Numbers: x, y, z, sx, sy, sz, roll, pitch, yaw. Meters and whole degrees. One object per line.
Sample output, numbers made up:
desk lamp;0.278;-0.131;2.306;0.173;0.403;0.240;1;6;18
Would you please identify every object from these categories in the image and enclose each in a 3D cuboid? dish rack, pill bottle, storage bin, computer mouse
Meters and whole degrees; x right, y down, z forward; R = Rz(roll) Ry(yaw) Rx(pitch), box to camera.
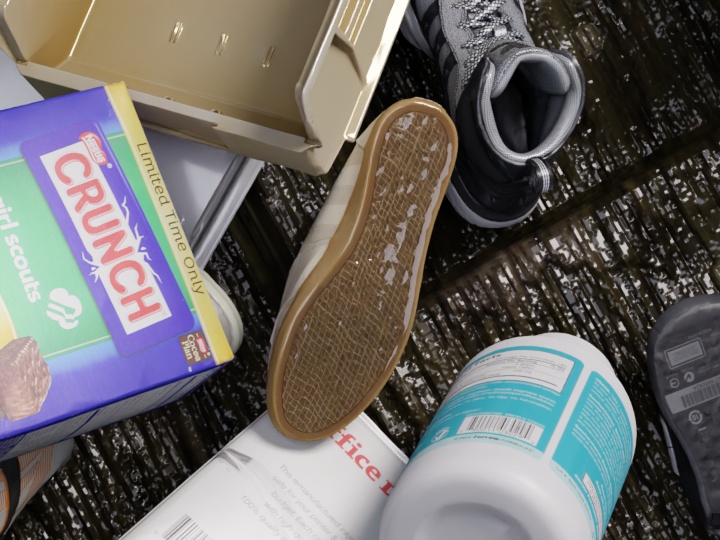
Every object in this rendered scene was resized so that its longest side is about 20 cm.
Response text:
dish rack;-0.162;-0.086;1.295;0.200;0.044;0.172;29;86;5
pill bottle;0.088;0.107;1.178;0.110;0.200;0.111;8;115;16
storage bin;-0.078;-0.177;1.212;0.200;0.094;0.199;16;76;20
computer mouse;0.193;0.122;1.253;0.140;0.046;0.200;-26;95;-4

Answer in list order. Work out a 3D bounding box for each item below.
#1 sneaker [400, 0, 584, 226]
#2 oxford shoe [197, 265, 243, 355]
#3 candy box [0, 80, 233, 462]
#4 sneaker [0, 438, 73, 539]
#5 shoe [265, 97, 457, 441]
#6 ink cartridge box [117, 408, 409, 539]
sneaker;0.077;-0.130;1.236;0.075;0.114;0.201;-10;85;-16
oxford shoe;-0.161;0.003;1.246;0.200;0.058;0.075;31;123;1
candy box;-0.188;0.008;1.137;0.200;0.077;0.169;-18;81;-38
sneaker;-0.209;0.121;1.254;0.074;0.080;0.200;18;83;49
shoe;0.000;0.000;1.204;0.070;0.053;0.200;24;89;-16
ink cartridge box;-0.049;0.176;1.195;0.147;0.083;0.200;45;53;7
